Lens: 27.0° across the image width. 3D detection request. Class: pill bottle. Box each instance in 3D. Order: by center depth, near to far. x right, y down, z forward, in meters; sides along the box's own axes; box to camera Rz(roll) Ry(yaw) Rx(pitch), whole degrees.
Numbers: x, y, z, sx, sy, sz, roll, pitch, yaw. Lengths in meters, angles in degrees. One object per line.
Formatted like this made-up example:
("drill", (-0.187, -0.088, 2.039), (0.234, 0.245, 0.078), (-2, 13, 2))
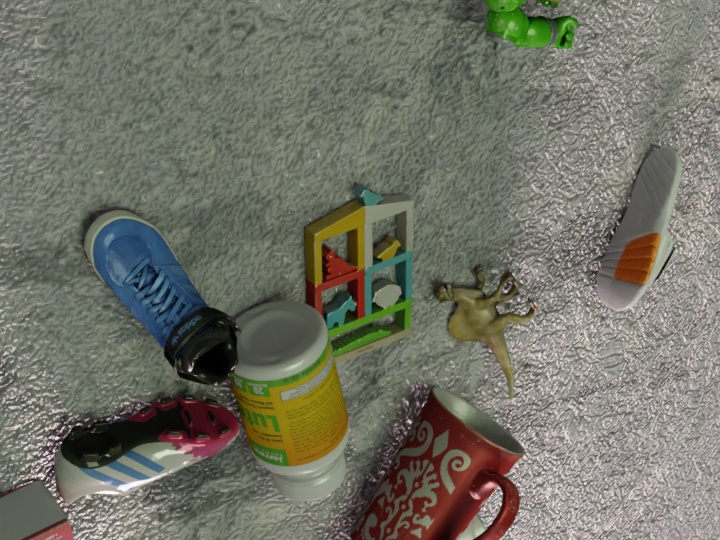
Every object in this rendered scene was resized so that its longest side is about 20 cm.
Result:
("pill bottle", (-0.071, 0.142, 1.570), (0.110, 0.111, 0.202), (-30, 130, -22))

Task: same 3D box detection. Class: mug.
("mug", (0.086, 0.262, 1.737), (0.133, 0.178, 0.201), (32, 99, -13))

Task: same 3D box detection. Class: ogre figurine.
("ogre figurine", (0.165, -0.309, 1.513), (0.119, 0.098, 0.202), (-31, 143, -37))

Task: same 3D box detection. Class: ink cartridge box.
("ink cartridge box", (-0.346, 0.330, 1.475), (0.144, 0.083, 0.202), (-24, 127, -27))

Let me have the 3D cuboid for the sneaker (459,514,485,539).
("sneaker", (0.112, 0.393, 1.900), (0.080, 0.076, 0.203), (-14, 117, -22))

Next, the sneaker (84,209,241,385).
("sneaker", (-0.179, 0.032, 1.418), (0.077, 0.111, 0.201), (-40, 133, -13))

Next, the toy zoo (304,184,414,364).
("toy zoo", (0.000, 0.000, 1.609), (0.130, 0.020, 0.202), (-20, 126, -29))

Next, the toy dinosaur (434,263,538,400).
("toy dinosaur", (0.153, 0.054, 1.755), (0.101, 0.058, 0.200), (-37, 126, 4))

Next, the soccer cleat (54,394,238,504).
("soccer cleat", (-0.219, 0.183, 1.515), (0.198, 0.070, 0.087), (-8, 136, -33))

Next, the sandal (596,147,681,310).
("sandal", (0.358, -0.045, 1.835), (0.059, 0.079, 0.209), (10, 106, -39))
